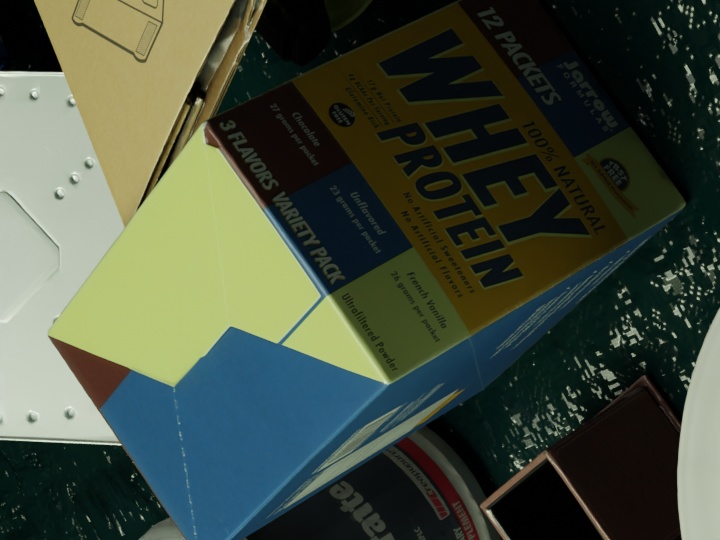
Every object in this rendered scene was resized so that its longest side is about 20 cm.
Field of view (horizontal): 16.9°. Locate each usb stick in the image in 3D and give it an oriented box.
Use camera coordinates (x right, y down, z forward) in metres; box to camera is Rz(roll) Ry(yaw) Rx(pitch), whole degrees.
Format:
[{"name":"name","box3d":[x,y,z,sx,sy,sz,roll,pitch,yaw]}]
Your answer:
[{"name":"usb stick","box3d":[-0.085,-0.181,1.170,0.200,0.033,0.056,49,164,16]}]

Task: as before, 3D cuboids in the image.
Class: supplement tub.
[{"name":"supplement tub","box3d":[-0.035,0.170,1.248,0.140,0.199,0.141,26,131,35]}]

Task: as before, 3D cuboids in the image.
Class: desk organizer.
[{"name":"desk organizer","box3d":[0.151,0.160,1.132,0.201,0.077,0.072,55,141,8]}]

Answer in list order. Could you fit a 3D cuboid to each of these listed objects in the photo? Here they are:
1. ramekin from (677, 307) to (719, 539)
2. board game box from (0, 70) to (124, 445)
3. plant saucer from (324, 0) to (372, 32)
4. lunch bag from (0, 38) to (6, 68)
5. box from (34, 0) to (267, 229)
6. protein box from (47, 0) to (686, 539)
[{"name":"ramekin","box3d":[0.220,0.078,0.940,0.202,0.094,0.204,-17,70,57]},{"name":"board game box","box3d":[-0.195,-0.009,1.330,0.198,0.026,0.202,2,95,10]},{"name":"plant saucer","box3d":[-0.044,-0.212,1.162,0.199,0.031,0.201,25,129,36]},{"name":"lunch bag","box3d":[-0.311,-0.153,1.419,0.199,0.124,0.171,-28,91,37]},{"name":"box","box3d":[-0.104,-0.146,1.102,0.164,0.021,0.201,-61,42,40]},{"name":"protein box","box3d":[0.000,0.000,1.104,0.135,0.199,0.199,54,141,9]}]
